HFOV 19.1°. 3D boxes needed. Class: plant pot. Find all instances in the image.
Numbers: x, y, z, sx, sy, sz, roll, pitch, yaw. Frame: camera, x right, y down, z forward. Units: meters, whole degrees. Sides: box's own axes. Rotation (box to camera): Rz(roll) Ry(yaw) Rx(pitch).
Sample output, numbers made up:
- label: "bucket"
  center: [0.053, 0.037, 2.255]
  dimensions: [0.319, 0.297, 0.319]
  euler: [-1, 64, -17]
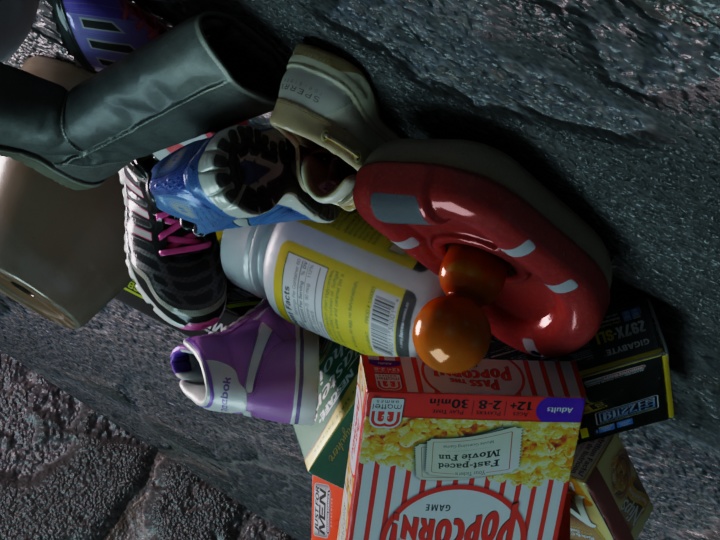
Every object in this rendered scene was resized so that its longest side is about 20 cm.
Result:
- label: "plant pot"
  center: [-0.240, -0.053, 1.798]
  dimensions: [0.200, 0.174, 0.200]
  euler: [28, 167, 7]

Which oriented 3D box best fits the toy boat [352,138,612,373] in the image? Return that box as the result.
- label: "toy boat"
  center: [0.074, 0.007, 1.406]
  dimensions: [0.130, 0.131, 0.200]
  euler: [4, 156, 45]

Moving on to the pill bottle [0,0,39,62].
- label: "pill bottle"
  center: [-0.334, -0.216, 1.540]
  dimensions: [0.200, 0.113, 0.112]
  euler: [20, 163, 37]

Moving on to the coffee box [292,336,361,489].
- label: "coffee box"
  center: [-0.011, 0.077, 1.720]
  dimensions: [0.044, 0.123, 0.200]
  euler: [27, -163, -21]

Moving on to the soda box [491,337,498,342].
- label: "soda box"
  center: [0.119, 0.088, 1.753]
  dimensions: [0.200, 0.068, 0.064]
  euler: [26, 159, 18]

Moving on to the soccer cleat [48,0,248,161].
- label: "soccer cleat"
  center: [-0.150, -0.153, 1.514]
  dimensions: [0.073, 0.068, 0.200]
  euler: [-9, 139, 23]

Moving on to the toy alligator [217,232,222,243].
- label: "toy alligator"
  center: [-0.163, -0.033, 1.950]
  dimensions: [0.200, 0.054, 0.059]
  euler: [23, 164, 28]

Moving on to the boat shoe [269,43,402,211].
- label: "boat shoe"
  center: [-0.014, -0.077, 1.451]
  dimensions: [0.074, 0.069, 0.200]
  euler: [22, 164, 30]

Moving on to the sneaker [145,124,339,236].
- label: "sneaker"
  center: [-0.081, -0.066, 1.483]
  dimensions: [0.089, 0.079, 0.200]
  euler: [-8, 176, 27]

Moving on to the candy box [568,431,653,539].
- label: "candy box"
  center: [0.124, 0.151, 1.707]
  dimensions: [0.200, 0.055, 0.115]
  euler: [17, 152, 35]

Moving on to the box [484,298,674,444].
- label: "box"
  center: [0.125, 0.092, 1.556]
  dimensions: [0.200, 0.049, 0.160]
  euler: [-16, 160, 3]

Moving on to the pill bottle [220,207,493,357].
- label: "pill bottle"
  center: [0.000, 0.000, 1.603]
  dimensions: [0.200, 0.114, 0.114]
  euler: [23, 164, 31]

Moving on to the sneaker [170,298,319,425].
- label: "sneaker"
  center: [-0.090, 0.053, 1.676]
  dimensions: [0.114, 0.073, 0.201]
  euler: [4, -159, -3]

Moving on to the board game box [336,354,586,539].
- label: "board game box"
  center: [0.065, 0.154, 1.486]
  dimensions: [0.151, 0.200, 0.046]
  euler: [2, -148, -8]

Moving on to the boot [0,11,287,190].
- label: "boot"
  center: [-0.171, -0.124, 1.439]
  dimensions: [0.200, 0.073, 0.182]
  euler: [-15, 154, 43]

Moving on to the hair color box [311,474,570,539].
- label: "hair color box"
  center: [0.060, 0.193, 1.665]
  dimensions: [0.101, 0.061, 0.200]
  euler: [-1, -178, -40]

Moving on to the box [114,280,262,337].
- label: "box"
  center: [-0.121, 0.033, 1.969]
  dimensions: [0.193, 0.048, 0.200]
  euler: [28, -169, 18]

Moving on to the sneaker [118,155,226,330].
- label: "sneaker"
  center: [-0.146, -0.054, 1.646]
  dimensions: [0.074, 0.200, 0.087]
  euler: [-8, 161, -16]
